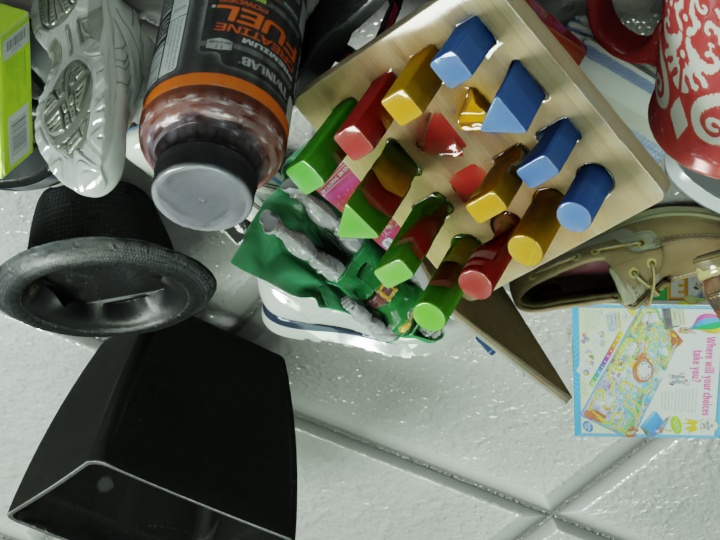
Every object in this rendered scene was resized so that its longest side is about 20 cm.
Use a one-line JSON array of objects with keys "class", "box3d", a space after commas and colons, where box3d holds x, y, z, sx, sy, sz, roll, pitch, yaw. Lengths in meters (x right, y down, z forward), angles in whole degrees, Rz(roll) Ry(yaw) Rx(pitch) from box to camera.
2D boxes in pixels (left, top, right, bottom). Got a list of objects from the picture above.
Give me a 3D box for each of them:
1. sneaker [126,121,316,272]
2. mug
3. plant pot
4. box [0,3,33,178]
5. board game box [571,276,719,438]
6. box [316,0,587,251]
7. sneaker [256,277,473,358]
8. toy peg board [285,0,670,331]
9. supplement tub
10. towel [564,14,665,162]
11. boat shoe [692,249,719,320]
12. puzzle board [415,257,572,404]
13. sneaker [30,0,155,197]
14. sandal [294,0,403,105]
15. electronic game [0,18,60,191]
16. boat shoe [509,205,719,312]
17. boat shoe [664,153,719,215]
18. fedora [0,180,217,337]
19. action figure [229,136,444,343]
[{"class": "sneaker", "box3d": [-0.102, -0.060, 1.597, 0.199, 0.073, 0.072, 28, 139, -23]}, {"class": "mug", "box3d": [0.241, -0.176, 1.350, 0.176, 0.134, 0.201, 0, 139, 6]}, {"class": "plant pot", "box3d": [-0.168, 0.148, 1.771, 0.198, 0.179, 0.200, 24, 150, -22]}, {"class": "box", "box3d": [-0.336, -0.155, 1.471, 0.198, 0.048, 0.123, 19, 129, 17]}, {"class": "board game box", "box3d": [0.251, 0.077, 1.746, 0.133, 0.034, 0.201, 1, 142, 7]}, {"class": "box", "box3d": [0.061, -0.112, 1.464, 0.095, 0.100, 0.200, 40, 136, -6]}, {"class": "sneaker", "box3d": [0.011, 0.018, 1.682, 0.198, 0.077, 0.081, 2, 133, 4]}, {"class": "toy peg board", "box3d": [0.066, -0.066, 1.360, 0.200, 0.098, 0.199, 48, 134, -14]}, {"class": "supplement tub", "box3d": [-0.097, -0.126, 1.405, 0.106, 0.201, 0.107, 4, 143, 3]}, {"class": "towel", "box3d": [0.157, -0.108, 1.535, 0.146, 0.024, 0.200, 27, 138, -23]}, {"class": "boat shoe", "box3d": [0.320, 0.023, 1.582, 0.072, 0.068, 0.200, -16, 168, 29]}, {"class": "puzzle board", "box3d": [0.081, 0.015, 1.574, 0.017, 0.200, 0.150, -46, 123, 12]}, {"class": "sneaker", "box3d": [-0.175, -0.131, 1.425, 0.078, 0.201, 0.099, -31, 139, 31]}, {"class": "sandal", "box3d": [-0.003, -0.180, 1.432, 0.045, 0.076, 0.200, 20, 148, -17]}, {"class": "electronic game", "box3d": [-0.297, -0.136, 1.553, 0.198, 0.042, 0.201, 10, 139, 9]}, {"class": "boat shoe", "box3d": [0.216, -0.001, 1.625, 0.198, 0.067, 0.074, -10, 139, 19]}, {"class": "boat shoe", "box3d": [0.309, -0.052, 1.537, 0.198, 0.069, 0.057, 16, 147, -24]}, {"class": "fedora", "box3d": [-0.210, -0.017, 1.634, 0.198, 0.092, 0.201, -5, 160, -2]}, {"class": "action figure", "box3d": [0.000, 0.000, 1.603, 0.200, 0.119, 0.055, 39, 173, -34]}]
